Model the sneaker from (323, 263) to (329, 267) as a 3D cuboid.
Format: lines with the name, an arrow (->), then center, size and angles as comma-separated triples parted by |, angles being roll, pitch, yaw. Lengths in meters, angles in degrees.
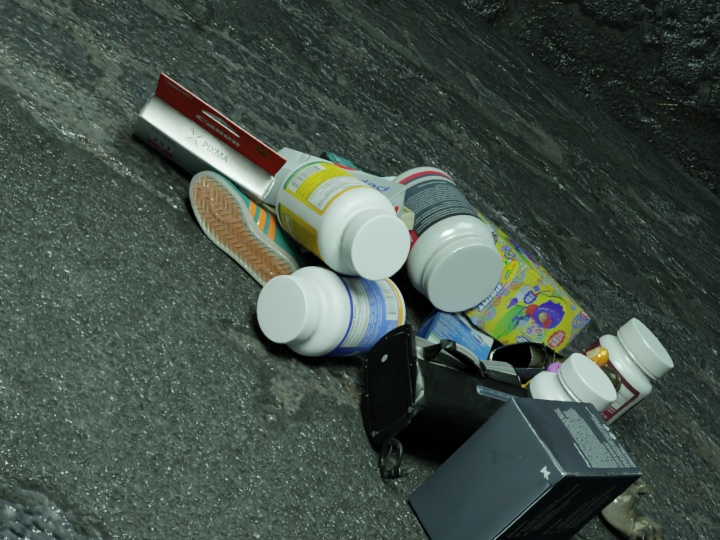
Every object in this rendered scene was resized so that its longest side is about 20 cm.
sneaker -> 0.000, 0.000, 1.723 | 0.075, 0.079, 0.201 | 16, 35, -43

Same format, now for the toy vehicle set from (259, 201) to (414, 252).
toy vehicle set -> -0.037, -0.081, 1.723 | 0.198, 0.027, 0.124 | -13, 34, -34

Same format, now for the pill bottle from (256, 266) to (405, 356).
pill bottle -> -0.039, 0.053, 1.532 | 0.199, 0.112, 0.113 | 5, 43, -53

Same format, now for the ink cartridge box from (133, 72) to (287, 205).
ink cartridge box -> -0.201, -0.163, 1.584 | 0.199, 0.044, 0.173 | 34, -15, -7

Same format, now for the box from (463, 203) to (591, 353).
box -> 0.228, 0.027, 1.905 | 0.199, 0.122, 0.193 | 34, 13, -42

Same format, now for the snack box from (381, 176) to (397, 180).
snack box -> 0.074, -0.096, 1.977 | 0.199, 0.037, 0.118 | -10, 74, -51

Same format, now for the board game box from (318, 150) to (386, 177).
board game box -> 0.024, -0.122, 2.027 | 0.198, 0.028, 0.136 | 19, 33, -42

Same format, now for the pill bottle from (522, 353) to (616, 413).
pill bottle -> 0.246, 0.207, 1.608 | 0.111, 0.200, 0.112 | 34, 24, -17

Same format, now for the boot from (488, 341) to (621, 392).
boot -> 0.282, 0.153, 1.777 | 0.097, 0.197, 0.076 | 50, 44, -60

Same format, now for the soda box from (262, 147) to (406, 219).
soda box -> -0.040, -0.108, 1.674 | 0.198, 0.064, 0.068 | 19, 29, 20

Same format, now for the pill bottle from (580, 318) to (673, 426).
pill bottle -> 0.376, 0.173, 1.853 | 0.114, 0.200, 0.115 | 42, 18, -17

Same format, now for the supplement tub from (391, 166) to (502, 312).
supplement tub -> 0.116, -0.048, 1.801 | 0.139, 0.141, 0.201 | 22, 25, -38

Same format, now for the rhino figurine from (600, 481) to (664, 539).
rhino figurine -> 0.379, 0.338, 1.769 | 0.087, 0.060, 0.201 | -18, 63, -42

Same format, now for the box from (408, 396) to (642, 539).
box -> 0.200, 0.260, 1.449 | 0.199, 0.197, 0.118 | 10, 39, -50

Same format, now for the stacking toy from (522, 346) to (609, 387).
stacking toy -> 0.280, 0.177, 1.711 | 0.110, 0.200, 0.116 | 44, 25, 5

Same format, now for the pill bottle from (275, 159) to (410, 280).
pill bottle -> -0.021, -0.061, 1.522 | 0.112, 0.114, 0.200 | 24, 7, -35

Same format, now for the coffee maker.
coffee maker -> 0.108, 0.188, 1.528 | 0.198, 0.134, 0.195 | 20, 72, -31

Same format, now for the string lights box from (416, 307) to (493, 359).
string lights box -> 0.126, 0.123, 1.738 | 0.103, 0.059, 0.200 | 42, 24, -2

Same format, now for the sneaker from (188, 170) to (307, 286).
sneaker -> -0.148, -0.054, 1.603 | 0.200, 0.071, 0.080 | 49, 21, -3
